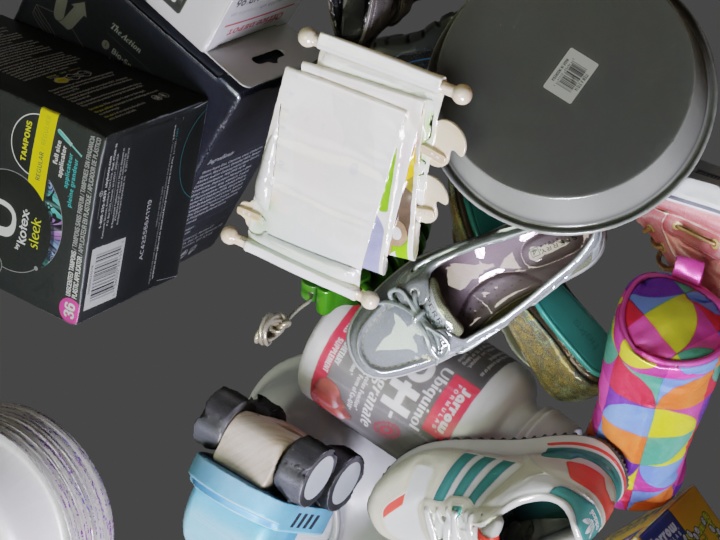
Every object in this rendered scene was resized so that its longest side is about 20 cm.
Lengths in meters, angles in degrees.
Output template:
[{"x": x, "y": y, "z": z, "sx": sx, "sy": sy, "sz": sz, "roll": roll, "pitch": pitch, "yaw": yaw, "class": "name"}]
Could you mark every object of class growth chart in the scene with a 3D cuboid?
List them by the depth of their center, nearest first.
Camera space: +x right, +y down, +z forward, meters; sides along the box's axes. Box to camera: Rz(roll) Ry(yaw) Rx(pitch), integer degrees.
[{"x": -0.008, "y": -0.065, "z": 1.401, "sx": 0.144, "sy": 0.018, "sz": 0.201, "roll": 29, "pitch": 124, "yaw": 11, "class": "growth chart"}]

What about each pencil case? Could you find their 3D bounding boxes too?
[{"x": 0.201, "y": 0.083, "z": 1.423, "sx": 0.088, "sy": 0.088, "sz": 0.201, "roll": 34, "pitch": 146, "yaw": 19, "class": "pencil case"}]

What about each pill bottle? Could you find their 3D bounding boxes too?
[{"x": 0.061, "y": 0.096, "z": 1.536, "sx": 0.199, "sy": 0.111, "sz": 0.111, "roll": 33, "pitch": 120, "yaw": 19, "class": "pill bottle"}]

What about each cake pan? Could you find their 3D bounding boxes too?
[{"x": 0.138, "y": -0.124, "z": 1.388, "sx": 0.199, "sy": 0.037, "sz": 0.202, "roll": -3, "pitch": 73, "yaw": 9, "class": "cake pan"}]

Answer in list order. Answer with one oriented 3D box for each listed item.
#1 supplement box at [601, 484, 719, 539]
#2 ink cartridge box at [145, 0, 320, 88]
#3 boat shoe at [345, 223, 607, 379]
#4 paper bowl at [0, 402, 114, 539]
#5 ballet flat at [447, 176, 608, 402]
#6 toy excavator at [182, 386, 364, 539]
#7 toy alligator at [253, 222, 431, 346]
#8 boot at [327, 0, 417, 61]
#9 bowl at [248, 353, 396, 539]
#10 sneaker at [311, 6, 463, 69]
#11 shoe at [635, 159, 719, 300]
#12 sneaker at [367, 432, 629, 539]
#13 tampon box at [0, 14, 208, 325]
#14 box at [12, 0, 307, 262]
[{"x": 0.237, "y": 0.276, "z": 1.484, "sx": 0.109, "sy": 0.109, "sz": 0.201, "roll": -37, "pitch": 85, "yaw": 35, "class": "supplement box"}, {"x": -0.111, "y": -0.232, "z": 1.535, "sx": 0.200, "sy": 0.116, "sz": 0.068, "roll": 42, "pitch": 124, "yaw": 13, "class": "ink cartridge box"}, {"x": 0.078, "y": 0.013, "z": 1.442, "sx": 0.201, "sy": 0.065, "sz": 0.075, "roll": -26, "pitch": 89, "yaw": 8, "class": "boat shoe"}, {"x": -0.324, "y": 0.225, "z": 1.830, "sx": 0.200, "sy": 0.104, "sz": 0.202, "roll": 11, "pitch": 111, "yaw": 31, "class": "paper bowl"}, {"x": 0.112, "y": 0.010, "z": 1.507, "sx": 0.071, "sy": 0.071, "sz": 0.201, "roll": -37, "pitch": 84, "yaw": 35, "class": "ballet flat"}, {"x": -0.084, "y": 0.203, "z": 1.550, "sx": 0.100, "sy": 0.194, "sz": 0.201, "roll": 29, "pitch": 91, "yaw": 21, "class": "toy excavator"}, {"x": 0.000, "y": 0.000, "z": 1.496, "sx": 0.054, "sy": 0.200, "sz": 0.060, "roll": 26, "pitch": 140, "yaw": 19, "class": "toy alligator"}, {"x": 0.035, "y": -0.253, "z": 1.398, "sx": 0.069, "sy": 0.174, "sz": 0.201, "roll": 11, "pitch": 112, "yaw": 29, "class": "boot"}, {"x": -0.035, "y": 0.173, "z": 1.636, "sx": 0.200, "sy": 0.090, "sz": 0.202, "roll": 11, "pitch": 112, "yaw": 30, "class": "bowl"}, {"x": 0.034, "y": -0.134, "z": 1.500, "sx": 0.199, "sy": 0.073, "sz": 0.082, "roll": -14, "pitch": 97, "yaw": 35, "class": "sneaker"}, {"x": 0.216, "y": -0.029, "z": 1.420, "sx": 0.199, "sy": 0.071, "sz": 0.092, "roll": 19, "pitch": 112, "yaw": 22, "class": "shoe"}, {"x": 0.082, "y": 0.167, "z": 1.432, "sx": 0.199, "sy": 0.093, "sz": 0.071, "roll": -10, "pitch": 115, "yaw": 28, "class": "sneaker"}, {"x": -0.236, "y": -0.078, "z": 1.516, "sx": 0.199, "sy": 0.126, "sz": 0.151, "roll": 23, "pitch": 116, "yaw": 24, "class": "tampon box"}, {"x": -0.172, "y": -0.134, "z": 1.605, "sx": 0.197, "sy": 0.117, "sz": 0.200, "roll": 42, "pitch": 124, "yaw": 13, "class": "box"}]
